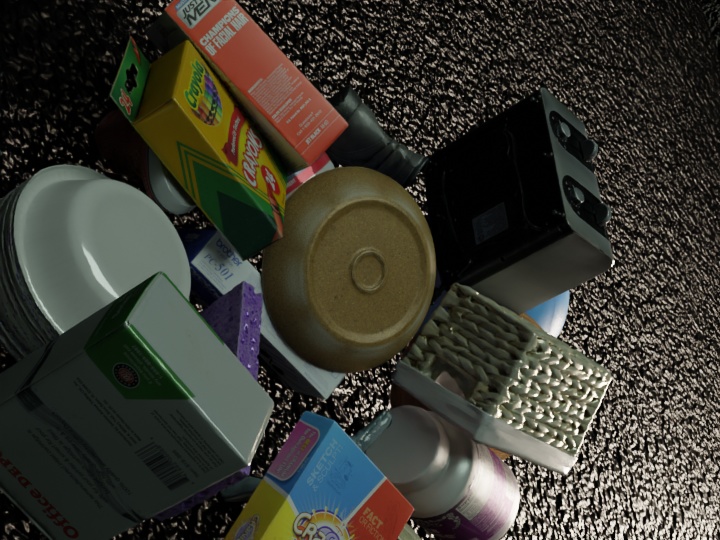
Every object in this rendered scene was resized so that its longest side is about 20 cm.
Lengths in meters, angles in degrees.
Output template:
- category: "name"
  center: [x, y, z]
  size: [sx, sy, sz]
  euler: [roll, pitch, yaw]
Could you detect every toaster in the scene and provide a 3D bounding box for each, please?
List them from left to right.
- category: "toaster"
  center: [0.162, -0.062, 1.509]
  size: [0.118, 0.199, 0.182]
  euler: [26, 46, -41]

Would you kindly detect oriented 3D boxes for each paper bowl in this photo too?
- category: "paper bowl"
  center: [-0.227, 0.002, 1.232]
  size: [0.200, 0.104, 0.202]
  euler: [35, 40, -36]

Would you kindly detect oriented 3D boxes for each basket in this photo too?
- category: "basket"
  center: [0.152, 0.111, 1.462]
  size: [0.135, 0.124, 0.200]
  euler: [33, 4, 39]

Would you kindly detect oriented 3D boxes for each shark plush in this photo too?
- category: "shark plush"
  center: [-0.036, 0.206, 1.318]
  size: [0.199, 0.083, 0.091]
  euler: [-24, 91, -33]

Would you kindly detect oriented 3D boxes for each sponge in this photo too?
- category: "sponge"
  center: [-0.139, 0.114, 1.265]
  size: [0.030, 0.111, 0.201]
  euler: [35, 39, -33]

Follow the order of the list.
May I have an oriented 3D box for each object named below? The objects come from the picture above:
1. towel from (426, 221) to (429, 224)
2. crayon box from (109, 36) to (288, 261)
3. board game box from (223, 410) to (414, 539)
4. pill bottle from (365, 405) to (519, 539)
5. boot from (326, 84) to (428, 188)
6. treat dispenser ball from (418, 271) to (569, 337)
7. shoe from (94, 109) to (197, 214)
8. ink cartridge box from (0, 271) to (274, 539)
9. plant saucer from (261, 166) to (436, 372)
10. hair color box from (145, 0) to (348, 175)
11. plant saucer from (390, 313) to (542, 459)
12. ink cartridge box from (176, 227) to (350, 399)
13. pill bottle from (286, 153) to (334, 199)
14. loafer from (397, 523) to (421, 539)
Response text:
- category: "towel"
  center: [0.015, -0.067, 1.612]
  size: [0.144, 0.199, 0.024]
  euler: [25, 89, -42]
- category: "crayon box"
  center: [-0.142, -0.122, 1.300]
  size: [0.200, 0.051, 0.127]
  euler: [52, 20, -28]
- category: "board game box"
  center: [-0.050, 0.248, 1.233]
  size: [0.201, 0.040, 0.153]
  euler: [-57, 133, -21]
- category: "pill bottle"
  center: [0.083, 0.214, 1.483]
  size: [0.200, 0.112, 0.113]
  euler: [44, 31, -52]
- category: "boot"
  center: [-0.013, -0.123, 1.584]
  size: [0.132, 0.200, 0.070]
  euler: [42, 73, -13]
- category: "treat dispenser ball"
  center: [0.147, 0.028, 1.685]
  size: [0.201, 0.200, 0.202]
  euler: [37, 38, -35]
- category: "shoe"
  center: [-0.201, -0.106, 1.349]
  size: [0.072, 0.091, 0.201]
  euler: [48, 21, -35]
- category: "ink cartridge box"
  center: [-0.191, 0.115, 1.099]
  size: [0.147, 0.199, 0.083]
  euler: [51, 28, -18]
- category: "plant saucer"
  center: [0.000, 0.000, 1.375]
  size: [0.199, 0.035, 0.202]
  euler: [-2, 93, -31]
- category: "hair color box"
  center: [-0.112, -0.187, 1.383]
  size: [0.200, 0.111, 0.064]
  euler: [46, 75, -11]
- category: "plant saucer"
  center: [0.131, 0.134, 1.589]
  size: [0.200, 0.200, 0.032]
  euler: [44, 2, -27]
- category: "ink cartridge box"
  center: [-0.105, 0.042, 1.389]
  size: [0.200, 0.094, 0.044]
  euler: [48, 70, -24]
- category: "pill bottle"
  center: [-0.128, -0.154, 1.497]
  size: [0.201, 0.119, 0.120]
  euler: [55, 30, -9]
- category: "loafer"
  center: [-0.002, 0.259, 1.399]
  size: [0.201, 0.076, 0.068]
  euler: [53, 31, 4]
